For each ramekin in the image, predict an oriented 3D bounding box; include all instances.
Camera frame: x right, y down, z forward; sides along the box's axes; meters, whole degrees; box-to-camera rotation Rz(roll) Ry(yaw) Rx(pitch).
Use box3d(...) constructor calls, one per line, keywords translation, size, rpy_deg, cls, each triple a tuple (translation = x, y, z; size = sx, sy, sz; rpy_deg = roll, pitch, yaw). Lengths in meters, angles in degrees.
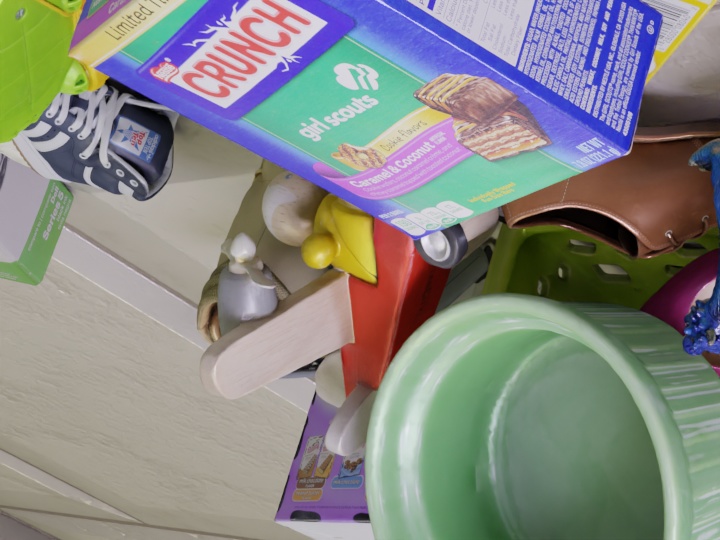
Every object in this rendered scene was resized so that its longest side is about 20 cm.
box3d(translation=(0.106, 0.109, 0.925), size=(0.199, 0.202, 0.097), rpy_deg=(2, -175, 42), cls="ramekin")

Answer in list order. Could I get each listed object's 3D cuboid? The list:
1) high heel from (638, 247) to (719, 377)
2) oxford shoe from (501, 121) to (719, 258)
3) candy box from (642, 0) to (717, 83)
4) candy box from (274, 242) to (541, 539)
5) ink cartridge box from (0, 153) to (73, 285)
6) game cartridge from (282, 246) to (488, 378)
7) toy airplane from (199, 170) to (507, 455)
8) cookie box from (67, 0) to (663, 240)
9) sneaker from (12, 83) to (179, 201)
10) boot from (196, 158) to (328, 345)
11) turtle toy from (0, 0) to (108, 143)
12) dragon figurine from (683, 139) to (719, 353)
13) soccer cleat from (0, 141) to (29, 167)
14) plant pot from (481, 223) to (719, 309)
box3d(translation=(0.213, 0.023, 0.901), size=(0.198, 0.096, 0.068), rpy_deg=(-21, 100, 23), cls="high heel")
box3d(translation=(0.166, -0.038, 0.922), size=(0.198, 0.072, 0.071), rpy_deg=(3, 161, -2), cls="oxford shoe")
box3d(translation=(0.100, -0.120, 0.866), size=(0.101, 0.027, 0.200), rpy_deg=(22, 161, -4), cls="candy box")
box3d(translation=(0.037, 0.093, 1.237), size=(0.071, 0.202, 0.167), rpy_deg=(28, 160, -28), cls="candy box")
box3d(translation=(-0.326, -0.077, 1.326), size=(0.144, 0.085, 0.200), rpy_deg=(12, 160, 21), cls="ink cartridge box")
box3d(translation=(-0.006, 0.021, 1.198), size=(0.199, 0.133, 0.041), rpy_deg=(-7, 122, 56), cls="game cartridge")
box3d(translation=(0.000, 0.000, 1.000), size=(0.141, 0.200, 0.200), rpy_deg=(37, 179, 21), cls="toy airplane")
box3d(translation=(-0.001, -0.103, 0.773), size=(0.199, 0.076, 0.171), rpy_deg=(28, 155, -24), cls="cookie box")
box3d(translation=(-0.185, -0.105, 1.129), size=(0.108, 0.071, 0.200), rpy_deg=(15, 165, 22), cls="sneaker")
box3d(translation=(-0.045, -0.005, 1.126), size=(0.072, 0.157, 0.200), rpy_deg=(17, 161, 8), cls="boot")
box3d(translation=(-0.214, -0.144, 0.979), size=(0.101, 0.146, 0.201), rpy_deg=(38, 152, 17), cls="turtle toy")
box3d(translation=(0.200, -0.037, 0.816), size=(0.058, 0.100, 0.201), rpy_deg=(2, 145, -17), cls="dragon figurine")
box3d(translation=(-0.259, -0.109, 1.179), size=(0.069, 0.078, 0.200), rpy_deg=(14, 160, 18), cls="soccer cleat")
box3d(translation=(0.190, 0.083, 1.078), size=(0.198, 0.202, 0.181), rpy_deg=(4, 164, 38), cls="plant pot")
